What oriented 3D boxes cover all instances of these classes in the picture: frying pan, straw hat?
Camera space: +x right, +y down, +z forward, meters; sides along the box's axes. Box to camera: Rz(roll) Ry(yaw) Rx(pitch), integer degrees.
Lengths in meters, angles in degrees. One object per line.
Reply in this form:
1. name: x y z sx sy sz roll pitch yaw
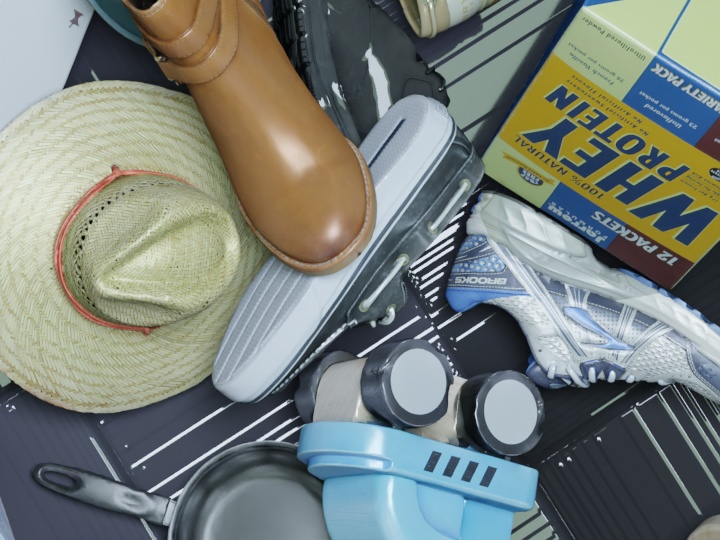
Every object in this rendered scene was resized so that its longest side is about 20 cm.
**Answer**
1. frying pan: -0.090 0.159 1.294 0.188 0.031 0.116 -6 80 6
2. straw hat: -0.115 -0.010 1.244 0.200 0.085 0.203 -4 99 -27

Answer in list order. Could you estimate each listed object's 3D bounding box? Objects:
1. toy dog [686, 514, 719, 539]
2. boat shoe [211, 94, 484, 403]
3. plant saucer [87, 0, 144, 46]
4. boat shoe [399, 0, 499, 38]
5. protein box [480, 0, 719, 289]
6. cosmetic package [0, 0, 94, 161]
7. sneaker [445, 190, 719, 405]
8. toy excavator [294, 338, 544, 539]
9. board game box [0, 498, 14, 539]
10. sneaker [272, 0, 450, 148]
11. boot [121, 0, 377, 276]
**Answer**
1. toy dog: 0.233 0.236 1.277 0.131 0.097 0.200 -9 49 -41
2. boat shoe: 0.000 0.000 1.248 0.071 0.072 0.200 40 87 -26
3. plant saucer: -0.113 -0.225 1.278 0.036 0.199 0.202 8 82 39
4. boat shoe: 0.007 -0.228 1.310 0.063 0.073 0.201 -31 85 -21
5. protein box: 0.188 -0.134 1.236 0.134 0.200 0.199 32 66 0
6. cosmetic package: -0.224 -0.129 1.263 0.081 0.113 0.201 13 81 41
7. sneaker: 0.137 0.037 1.311 0.199 0.077 0.086 31 93 7
8. toy excavator: 0.046 0.156 1.259 0.193 0.100 0.202 19 75 -29
9. board game box: -0.286 0.152 1.199 0.198 0.200 0.044 -28 113 -7
10. sneaker: 0.003 -0.114 1.315 0.090 0.076 0.202 -13 95 -12
11. boot: -0.066 -0.103 1.192 0.076 0.155 0.201 -25 58 10
